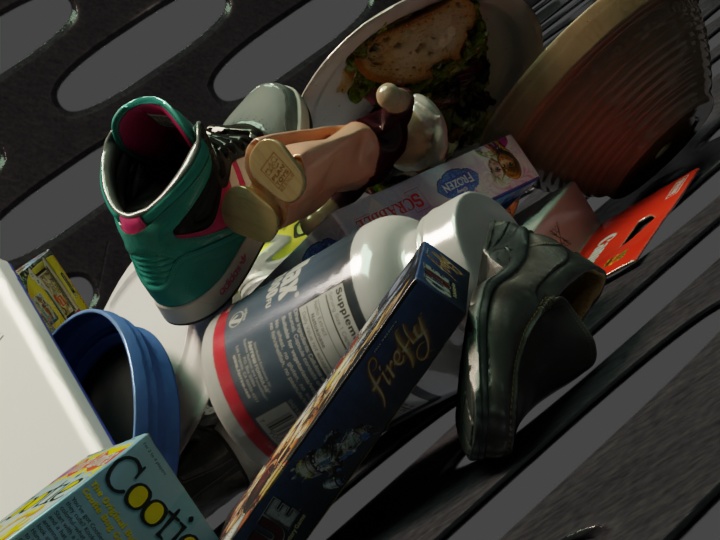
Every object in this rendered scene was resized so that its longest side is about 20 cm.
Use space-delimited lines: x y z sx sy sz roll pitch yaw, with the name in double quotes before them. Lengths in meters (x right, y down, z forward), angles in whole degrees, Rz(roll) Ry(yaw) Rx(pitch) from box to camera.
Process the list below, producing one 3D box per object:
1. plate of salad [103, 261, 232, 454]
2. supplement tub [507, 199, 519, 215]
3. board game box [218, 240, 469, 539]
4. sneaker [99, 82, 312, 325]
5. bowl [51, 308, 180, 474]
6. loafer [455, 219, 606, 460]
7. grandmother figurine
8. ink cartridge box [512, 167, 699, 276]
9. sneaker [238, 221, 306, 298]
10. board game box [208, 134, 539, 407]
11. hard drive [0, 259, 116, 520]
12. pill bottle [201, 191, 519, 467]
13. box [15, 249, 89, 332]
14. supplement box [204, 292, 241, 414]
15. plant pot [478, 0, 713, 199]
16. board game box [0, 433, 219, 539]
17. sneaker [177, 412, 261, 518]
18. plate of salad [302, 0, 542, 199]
"plate of salad" -0.133 0.063 1.720 0.200 0.048 0.201 -37 43 44
"supplement tub" 0.043 -0.055 2.085 0.122 0.123 0.200 -37 6 -25
"board game box" -0.011 0.083 1.402 0.200 0.035 0.136 -55 3 9
"sneaker" -0.105 -0.077 1.655 0.083 0.121 0.201 -4 45 31
"bowl" -0.176 0.127 1.664 0.039 0.202 0.200 13 -22 -30
"loafer" 0.093 0.036 1.381 0.072 0.073 0.200 10 34 4
"grandmother figurine" -0.005 -0.077 1.664 0.121 0.061 0.200 -46 -13 33
"ink cartridge box" 0.125 -0.013 1.706 0.173 0.044 0.200 -33 6 27
"sneaker" -0.020 -0.033 1.884 0.200 0.077 0.075 -24 -17 -44
"board game box" 0.000 0.000 1.758 0.200 0.041 0.199 -25 -13 -46
"hard drive" -0.235 0.102 1.646 0.132 0.025 0.200 -49 48 14
"pill bottle" 0.011 0.036 1.576 0.199 0.120 0.120 -30 7 29
"box" -0.221 0.092 1.977 0.038 0.201 0.137 -31 6 18
"supplement box" -0.075 0.048 1.976 0.200 0.109 0.109 -35 7 -12
"plant pot" 0.185 -0.118 1.824 0.201 0.093 0.201 -41 -14 -13
"board game box" -0.183 0.195 1.439 0.200 0.105 0.103 -37 6 -27
"sneaker" -0.130 0.140 1.758 0.090 0.067 0.200 -34 8 -19
"plate of salad" 0.045 -0.115 1.791 0.199 0.048 0.201 -22 -36 -17
